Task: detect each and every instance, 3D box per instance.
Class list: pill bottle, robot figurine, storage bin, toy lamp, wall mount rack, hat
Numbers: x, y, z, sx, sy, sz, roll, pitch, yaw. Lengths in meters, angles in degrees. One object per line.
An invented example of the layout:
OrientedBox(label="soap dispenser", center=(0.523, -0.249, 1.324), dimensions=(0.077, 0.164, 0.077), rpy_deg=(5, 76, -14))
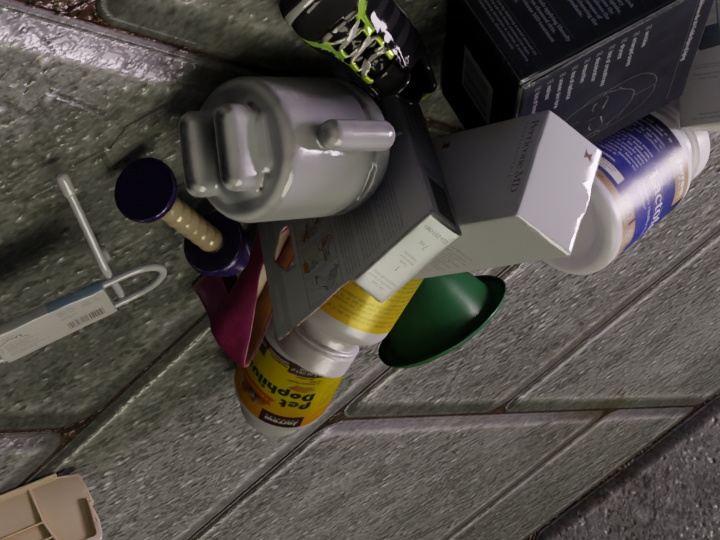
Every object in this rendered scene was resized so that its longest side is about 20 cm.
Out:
OrientedBox(label="pill bottle", center=(0.245, -0.088, 1.574), dimensions=(0.200, 0.116, 0.116), rpy_deg=(-36, 166, -40))
OrientedBox(label="robot figurine", center=(-0.054, -0.098, 1.319), dimensions=(0.169, 0.114, 0.199), rpy_deg=(-2, -177, 40))
OrientedBox(label="storage bin", center=(-0.393, 0.330, 1.807), dimensions=(0.198, 0.094, 0.200), rpy_deg=(-20, 155, -31))
OrientedBox(label="toy lamp", center=(-0.143, -0.037, 1.387), dimensions=(0.058, 0.058, 0.200), rpy_deg=(-35, 158, 7))
OrientedBox(label="wall mount rack", center=(-0.260, 0.006, 1.306), dimensions=(0.199, 0.075, 0.174), rpy_deg=(-26, 162, -6))
OrientedBox(label="pill bottle", center=(-0.071, 0.095, 1.732), dimensions=(0.109, 0.110, 0.200), rpy_deg=(-22, 156, -27))
OrientedBox(label="pill bottle", center=(0.000, 0.000, 1.563), dimensions=(0.111, 0.111, 0.201), rpy_deg=(-1, 128, -55))
OrientedBox(label="hat", center=(0.051, -0.007, 1.815), dimensions=(0.165, 0.177, 0.200), rpy_deg=(-34, -163, -2))

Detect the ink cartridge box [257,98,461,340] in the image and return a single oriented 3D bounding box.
OrientedBox(label="ink cartridge box", center=(-0.007, -0.045, 1.404), dimensions=(0.173, 0.201, 0.043), rpy_deg=(-41, 124, 20))

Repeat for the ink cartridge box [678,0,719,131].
OrientedBox(label="ink cartridge box", center=(0.352, -0.237, 1.578), dimensions=(0.067, 0.202, 0.117), rpy_deg=(-3, 179, 37))

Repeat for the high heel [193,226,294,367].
OrientedBox(label="high heel", center=(-0.071, -0.002, 1.532), dimensions=(0.200, 0.096, 0.067), rpy_deg=(-40, 158, 19))

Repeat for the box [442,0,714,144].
OrientedBox(label="box", center=(0.184, -0.199, 1.426), dimensions=(0.196, 0.124, 0.200), rpy_deg=(-27, 159, -10))

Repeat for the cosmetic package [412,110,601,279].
OrientedBox(label="cosmetic package", center=(0.099, -0.060, 1.389), dimensions=(0.071, 0.102, 0.199), rpy_deg=(33, 154, -31))

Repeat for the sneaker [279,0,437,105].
OrientedBox(label="sneaker", center=(0.012, -0.178, 1.280), dimensions=(0.072, 0.083, 0.200), rpy_deg=(-40, 158, 17))
